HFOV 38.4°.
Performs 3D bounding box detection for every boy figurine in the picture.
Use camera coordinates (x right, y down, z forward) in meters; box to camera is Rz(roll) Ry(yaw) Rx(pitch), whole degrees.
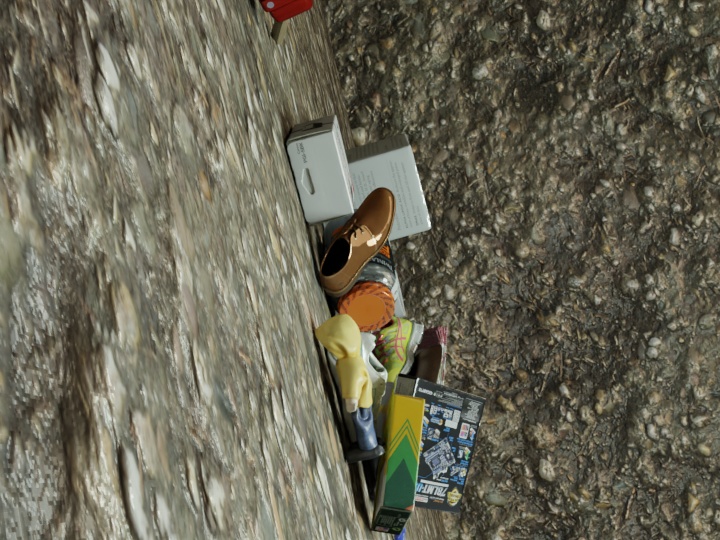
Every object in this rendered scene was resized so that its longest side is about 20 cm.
[{"bbox_3d":[-0.013,0.164,1.454,0.124,0.063,0.204,-75,150,-81],"label":"boy figurine"}]

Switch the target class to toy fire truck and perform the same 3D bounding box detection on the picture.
[{"bbox_3d":[-0.132,-0.467,1.735,0.201,0.127,0.178,57,17,-46],"label":"toy fire truck"}]

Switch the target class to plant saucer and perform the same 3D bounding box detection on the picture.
[{"bbox_3d":[0.094,0.221,1.824,0.200,0.036,0.204,-159,-91,-87],"label":"plant saucer"}]

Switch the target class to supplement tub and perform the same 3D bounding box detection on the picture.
[{"bbox_3d":[0.000,0.000,1.779,0.202,0.120,0.124,-101,174,-47],"label":"supplement tub"}]

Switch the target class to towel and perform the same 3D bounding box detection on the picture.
[{"bbox_3d":[0.122,0.209,1.941,0.144,0.022,0.204,154,-58,-72],"label":"towel"}]

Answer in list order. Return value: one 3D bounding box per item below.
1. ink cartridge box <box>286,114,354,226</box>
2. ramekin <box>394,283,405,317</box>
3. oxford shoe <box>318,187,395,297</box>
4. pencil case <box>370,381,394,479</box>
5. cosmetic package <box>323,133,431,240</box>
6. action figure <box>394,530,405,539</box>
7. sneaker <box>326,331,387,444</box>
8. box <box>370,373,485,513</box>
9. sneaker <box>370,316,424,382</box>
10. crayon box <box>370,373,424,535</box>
[{"bbox_3d":[-0.064,-0.174,1.757,0.200,0.081,0.149,-91,167,-74],"label":"ink cartridge box"},{"bbox_3d":[0.019,0.008,2.134,0.200,0.103,0.204,-14,90,-86],"label":"ramekin"},{"bbox_3d":[-0.003,-0.056,1.673,0.202,0.070,0.071,-61,157,-15],"label":"oxford shoe"},{"bbox_3d":[0.046,0.285,1.718,0.091,0.082,0.203,-58,137,-57],"label":"pencil case"},{"bbox_3d":[0.019,-0.149,1.993,0.165,0.196,0.168,-89,163,-75],"label":"cosmetic package"},{"bbox_3d":[0.089,0.410,1.824,0.065,0.097,0.203,-89,162,-79],"label":"action figure"},{"bbox_3d":[0.007,0.188,1.550,0.071,0.079,0.204,-95,172,-75],"label":"sneaker"},{"bbox_3d":[0.114,0.287,1.698,0.198,0.049,0.202,21,82,-46],"label":"box"},{"bbox_3d":[0.050,0.151,1.840,0.079,0.089,0.201,-59,-175,33],"label":"sneaker"},{"bbox_3d":[0.056,0.271,1.522,0.128,0.050,0.203,102,-4,-62],"label":"crayon box"}]
